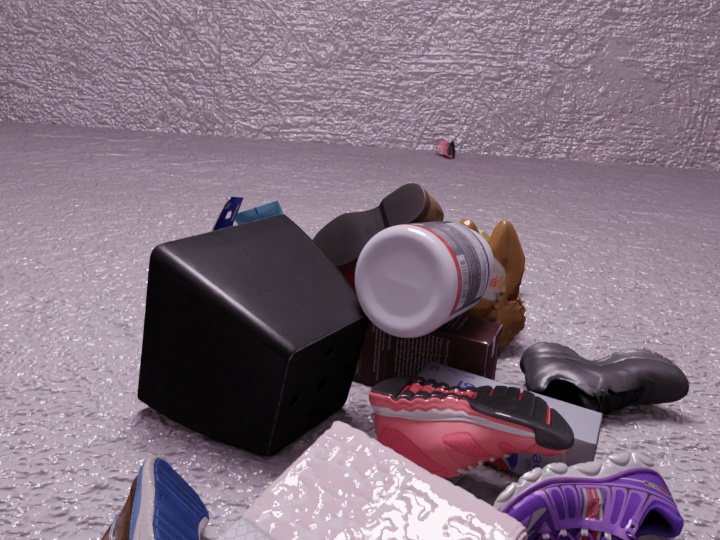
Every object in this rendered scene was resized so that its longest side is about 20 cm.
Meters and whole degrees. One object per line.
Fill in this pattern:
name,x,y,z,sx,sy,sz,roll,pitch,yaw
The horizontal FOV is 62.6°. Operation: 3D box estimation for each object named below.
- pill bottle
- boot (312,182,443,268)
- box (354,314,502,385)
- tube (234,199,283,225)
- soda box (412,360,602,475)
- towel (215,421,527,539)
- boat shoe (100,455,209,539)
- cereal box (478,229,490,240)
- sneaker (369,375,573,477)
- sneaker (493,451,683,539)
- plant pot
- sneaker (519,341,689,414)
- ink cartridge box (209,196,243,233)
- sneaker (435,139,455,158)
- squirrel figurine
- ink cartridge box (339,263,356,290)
pill bottle,0.084,0.002,0.684,0.114,0.118,0.199,13,12,25
boot,0.019,-0.043,0.780,0.198,0.075,0.075,-22,-26,30
box,0.070,0.100,0.746,0.197,0.102,0.075,14,22,25
tube,-0.122,-0.029,0.936,0.076,0.201,0.051,-19,47,9
soda box,0.149,0.164,0.637,0.197,0.064,0.068,14,21,24
towel,-0.004,0.215,0.452,0.198,0.033,0.190,20,40,36
boat shoe,-0.163,0.201,0.444,0.072,0.072,0.200,-44,8,-12
cereal box,0.190,-0.039,1.103,0.143,0.040,0.199,34,-8,-34
sneaker,0.104,0.161,0.577,0.197,0.088,0.074,4,11,26
sneaker,0.189,0.213,0.503,0.197,0.082,0.084,-8,40,-15
plant pot,-0.106,0.079,0.658,0.176,0.202,0.199,31,30,28
sneaker,0.298,0.146,0.728,0.197,0.077,0.091,1,28,13
ink cartridge box,-0.193,0.001,0.778,0.040,0.202,0.200,27,4,-8
sneaker,0.371,-0.529,2.606,0.085,0.075,0.200,-6,14,13
squirrel figurine,0.166,0.023,0.910,0.141,0.201,0.186,-36,13,-10
ink cartridge box,0.000,0.000,0.907,0.174,0.085,0.200,-10,18,39
